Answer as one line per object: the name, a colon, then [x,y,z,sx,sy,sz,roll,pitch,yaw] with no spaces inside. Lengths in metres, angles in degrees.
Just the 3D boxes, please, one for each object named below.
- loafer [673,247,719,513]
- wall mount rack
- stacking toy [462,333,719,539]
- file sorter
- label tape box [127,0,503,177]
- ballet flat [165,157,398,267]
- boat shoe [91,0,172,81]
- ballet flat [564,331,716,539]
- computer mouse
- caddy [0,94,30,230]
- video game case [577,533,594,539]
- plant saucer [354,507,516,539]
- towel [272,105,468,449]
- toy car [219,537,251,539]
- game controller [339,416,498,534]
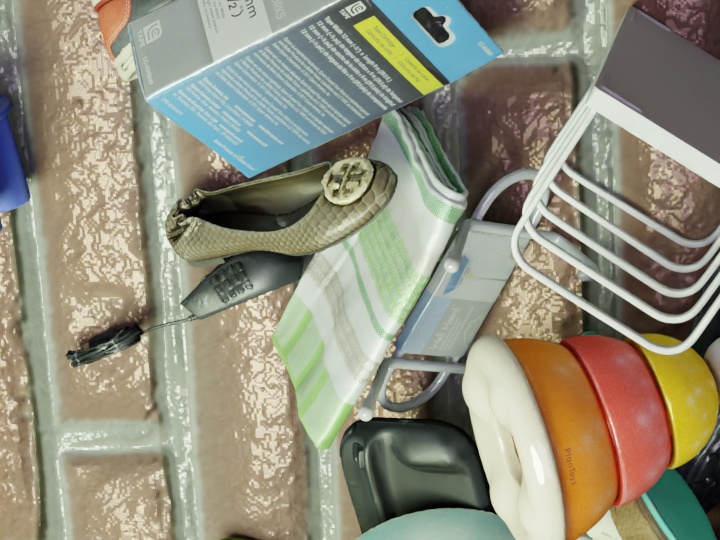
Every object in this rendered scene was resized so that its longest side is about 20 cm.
loafer: [0.238,0.078,1.473,0.070,0.068,0.202,36,122,36]
wall mount rack: [0.067,0.030,1.435,0.075,0.173,0.201,44,115,36]
stacking toy: [0.176,0.089,1.382,0.199,0.146,0.147,-15,105,-10]
file sorter: [0.186,-0.057,1.367,0.138,0.200,0.125,32,114,0]
label tape box: [-0.028,-0.148,1.408,0.199,0.143,0.066,-26,62,16]
ballet flat: [-0.059,-0.043,1.458,0.199,0.068,0.046,-10,131,42]
boat shoe: [-0.088,-0.188,1.442,0.199,0.071,0.063,-21,85,22]
ballet flat: [0.170,0.136,1.457,0.072,0.068,0.201,-45,56,29]
computer mouse: [-0.127,0.023,1.531,0.199,0.059,0.034,-22,91,21]
caddy: [-0.324,-0.064,1.495,0.199,0.141,0.106,-15,107,14]
video game case: [0.109,0.251,1.528,0.199,0.023,0.183,18,112,31]
plant saucer: [0.057,0.257,1.454,0.200,0.039,0.202,-2,109,-5]
towel: [0.000,0.000,1.449,0.031,0.149,0.201,21,112,-22]
toy car: [-0.076,0.312,1.528,0.157,0.200,0.165,16,109,6]
game controller: [0.051,0.188,1.490,0.104,0.042,0.201,-4,118,23]
